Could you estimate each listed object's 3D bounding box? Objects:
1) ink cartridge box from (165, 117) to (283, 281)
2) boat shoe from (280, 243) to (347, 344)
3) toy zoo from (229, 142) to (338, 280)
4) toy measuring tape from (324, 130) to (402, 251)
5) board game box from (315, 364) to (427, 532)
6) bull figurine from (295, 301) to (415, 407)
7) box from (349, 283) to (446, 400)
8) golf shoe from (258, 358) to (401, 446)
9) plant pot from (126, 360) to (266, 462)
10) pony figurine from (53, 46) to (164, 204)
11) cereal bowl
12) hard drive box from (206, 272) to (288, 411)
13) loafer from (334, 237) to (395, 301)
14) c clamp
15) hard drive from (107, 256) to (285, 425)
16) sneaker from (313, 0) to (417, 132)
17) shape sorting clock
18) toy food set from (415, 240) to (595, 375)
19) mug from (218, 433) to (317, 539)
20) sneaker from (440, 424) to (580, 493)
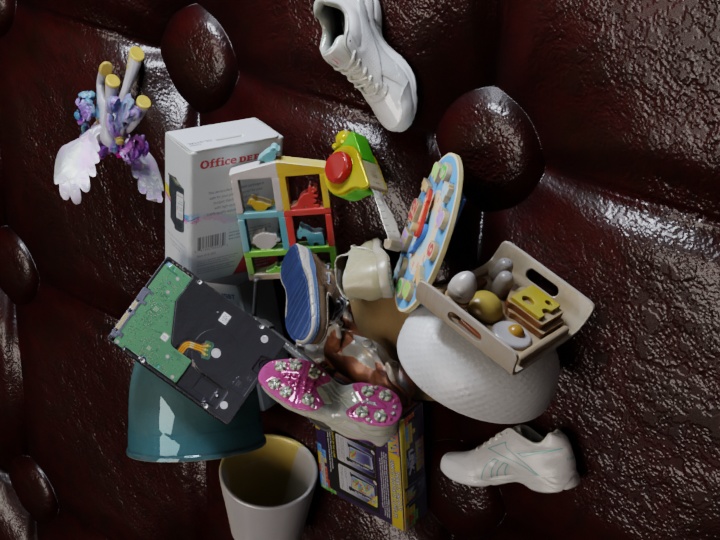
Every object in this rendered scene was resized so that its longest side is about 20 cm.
[{"bbox_3d":[-0.190,-0.099,1.716,0.083,0.145,0.201,38,132,46],"label":"ink cartridge box"},{"bbox_3d":[-0.054,0.033,1.610,0.072,0.200,0.072,21,118,-21],"label":"boat shoe"},{"bbox_3d":[-0.102,-0.078,1.670,0.130,0.021,0.201,-3,123,5],"label":"toy zoo"},{"bbox_3d":[-0.002,-0.094,1.583,0.074,0.073,0.201,-51,47,43],"label":"toy measuring tape"},{"bbox_3d":[0.013,0.248,1.747,0.165,0.057,0.201,21,130,34],"label":"board game box"},{"bbox_3d":[-0.005,0.111,1.671,0.199,0.065,0.122,27,140,31],"label":"bull figurine"},{"bbox_3d":[0.078,0.097,1.661,0.199,0.021,0.165,-2,107,43],"label":"box"},{"bbox_3d":[-0.043,0.180,1.633,0.199,0.076,0.092,19,144,14],"label":"golf shoe"},{"bbox_3d":[-0.238,0.159,1.759,0.199,0.199,0.189,-1,93,42],"label":"plant pot"},{"bbox_3d":[-0.369,-0.206,1.852,0.200,0.166,0.194,-57,38,45],"label":"pony figurine"},{"bbox_3d":[0.148,0.086,1.473,0.200,0.200,0.084,35,125,24],"label":"cereal bowl"},{"bbox_3d":[-0.195,0.098,1.867,0.155,0.077,0.201,4,111,40],"label":"hard drive box"},{"bbox_3d":[0.000,0.000,1.589,0.200,0.068,0.076,-154,57,-84],"label":"loafer"},{"bbox_3d":[-0.095,0.130,1.719,0.200,0.027,0.172,39,140,29],"label":"c clamp"},{"bbox_3d":[-0.219,0.095,1.663,0.200,0.140,0.038,35,167,-3],"label":"hard drive"},{"bbox_3d":[-0.004,-0.255,1.517,0.078,0.099,0.201,-27,91,45],"label":"sneaker"},{"bbox_3d":[0.079,-0.046,1.496,0.039,0.201,0.201,18,129,-7],"label":"shape sorting clock"},{"bbox_3d":[0.170,0.033,1.424,0.143,0.200,0.061,38,124,22],"label":"toy food set"},{"bbox_3d":[-0.140,0.346,1.916,0.148,0.187,0.154,7,129,4],"label":"mug"},{"bbox_3d":[0.191,0.238,1.602,0.199,0.070,0.081,-4,97,36],"label":"sneaker"}]
